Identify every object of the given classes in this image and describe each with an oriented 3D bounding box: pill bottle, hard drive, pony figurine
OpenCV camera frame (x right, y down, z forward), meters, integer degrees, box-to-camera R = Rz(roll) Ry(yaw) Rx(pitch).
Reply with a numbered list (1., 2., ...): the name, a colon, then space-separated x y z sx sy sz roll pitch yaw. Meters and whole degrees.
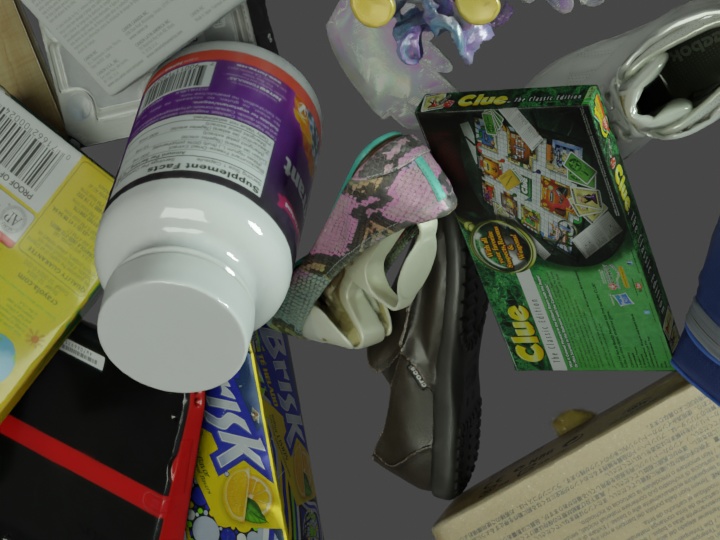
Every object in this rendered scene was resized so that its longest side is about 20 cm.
1. pill bottle: -0.088 -0.030 1.224 0.111 0.200 0.112 5 132 6
2. hard drive: -0.134 -0.185 1.316 0.139 0.038 0.201 -10 99 19
3. pony figurine: 0.031 -0.175 1.205 0.166 0.200 0.193 -39 103 12

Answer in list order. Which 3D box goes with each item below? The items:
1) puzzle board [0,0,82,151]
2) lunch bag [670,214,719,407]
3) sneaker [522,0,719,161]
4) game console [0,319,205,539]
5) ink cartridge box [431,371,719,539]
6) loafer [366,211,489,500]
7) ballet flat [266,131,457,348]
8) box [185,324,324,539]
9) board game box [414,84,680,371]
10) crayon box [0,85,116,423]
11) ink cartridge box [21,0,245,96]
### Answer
1. puzzle board: -0.258 -0.101 1.379 0.150 0.017 0.201 -20 94 24
2. lunch bag: 0.276 0.038 1.166 0.199 0.136 0.133 12 106 -17
3. sneaker: 0.142 -0.094 1.210 0.200 0.116 0.074 -33 92 21
4. game console: -0.183 0.115 1.362 0.200 0.031 0.177 22 107 34
5. ink cartridge box: 0.170 0.164 1.274 0.200 0.075 0.165 -31 92 19
6. loafer: 0.034 0.038 1.290 0.071 0.073 0.201 6 102 16
7. ballet flat: 0.000 0.000 1.243 0.071 0.069 0.200 54 143 15
8. box: -0.076 0.103 1.342 0.070 0.064 0.201 -7 99 19
9. board game box: 0.109 -0.019 1.223 0.104 0.023 0.200 -2 132 25
10. crayon box: -0.230 0.005 1.308 0.127 0.051 0.200 38 86 1
11. ink cartridge box: -0.158 -0.207 1.214 0.200 0.050 0.162 50 142 -11
